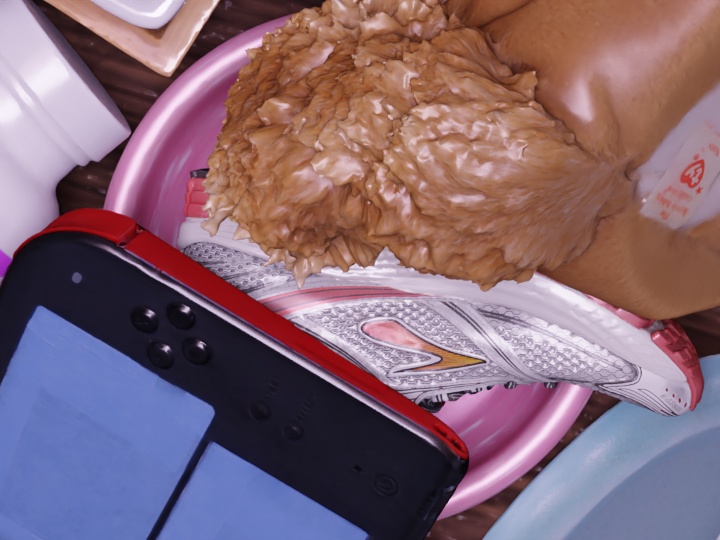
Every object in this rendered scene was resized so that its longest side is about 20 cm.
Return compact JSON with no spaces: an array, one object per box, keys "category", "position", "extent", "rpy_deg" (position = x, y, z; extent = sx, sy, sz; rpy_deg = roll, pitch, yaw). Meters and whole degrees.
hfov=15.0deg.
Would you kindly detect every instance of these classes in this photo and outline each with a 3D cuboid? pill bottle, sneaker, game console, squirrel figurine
[{"category":"pill bottle","position":[-0.187,-0.019,1.041],"extent":[0.200,0.104,0.104],"rpy_deg":[-39,87,2]},{"category":"sneaker","position":[0.027,0.021,1.000],"extent":[0.200,0.078,0.082],"rpy_deg":[15,98,10]},{"category":"game console","position":[-0.072,0.084,1.013],"extent":[0.177,0.031,0.200],"rpy_deg":[34,130,5]},{"category":"squirrel figurine","position":[0.037,-0.073,0.929],"extent":[0.200,0.142,0.187],"rpy_deg":[-22,44,-32]}]

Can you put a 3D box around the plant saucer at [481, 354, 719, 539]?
[{"category":"plant saucer","position":[0.083,0.115,0.980],"extent":[0.027,0.200,0.200],"rpy_deg":[40,91,-13]}]

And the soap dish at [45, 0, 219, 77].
[{"category":"soap dish","position":[-0.083,-0.197,1.052],"extent":[0.157,0.081,0.200],"rpy_deg":[32,91,4]}]

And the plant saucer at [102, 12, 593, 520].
[{"category":"plant saucer","position":[0.000,0.000,1.057],"extent":[0.200,0.051,0.201],"rpy_deg":[0,88,4]}]
